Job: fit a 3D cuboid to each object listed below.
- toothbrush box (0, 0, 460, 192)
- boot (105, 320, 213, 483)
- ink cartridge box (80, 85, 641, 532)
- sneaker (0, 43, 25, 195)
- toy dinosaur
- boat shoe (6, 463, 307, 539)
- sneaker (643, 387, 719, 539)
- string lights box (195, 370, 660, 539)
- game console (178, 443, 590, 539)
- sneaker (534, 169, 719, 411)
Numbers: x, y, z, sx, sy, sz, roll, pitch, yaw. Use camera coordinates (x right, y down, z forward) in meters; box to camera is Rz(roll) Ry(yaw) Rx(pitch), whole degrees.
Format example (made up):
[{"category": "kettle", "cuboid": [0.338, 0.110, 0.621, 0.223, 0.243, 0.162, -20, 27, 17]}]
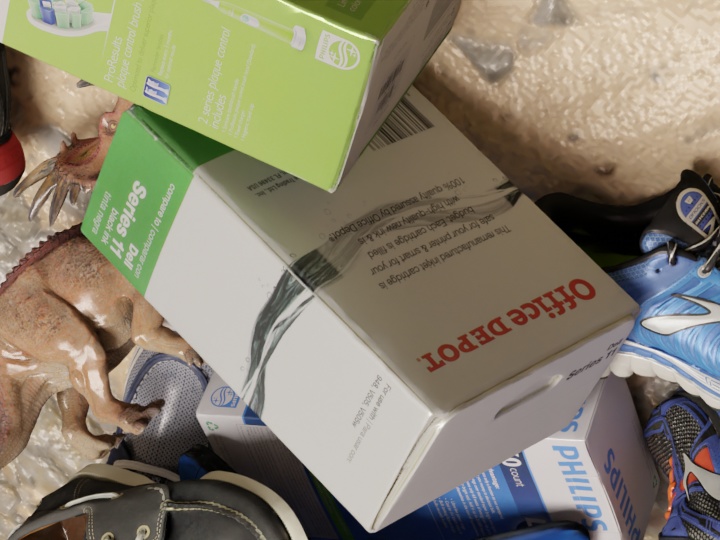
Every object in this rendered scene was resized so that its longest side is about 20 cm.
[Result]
[{"category": "toothbrush box", "cuboid": [-0.064, -0.139, 1.218, 0.200, 0.146, 0.086, 25, 130, 7]}, {"category": "boot", "cuboid": [-0.104, 0.122, 1.451, 0.073, 0.090, 0.200, 16, 128, 15]}, {"category": "ink cartridge box", "cuboid": [0.000, 0.000, 1.243, 0.200, 0.146, 0.083, 45, 133, 21]}, {"category": "sneaker", "cuboid": [-0.251, -0.103, 1.382, 0.200, 0.071, 0.098, 19, 120, 19]}, {"category": "toy dinosaur", "cuboid": [-0.133, 0.007, 1.357, 0.136, 0.086, 0.200, 44, 84, -5]}, {"category": "boat shoe", "cuboid": [-0.095, 0.135, 1.332, 0.200, 0.068, 0.072, 0, 111, 50]}, {"category": "sneaker", "cuboid": [0.160, 0.110, 1.266, 0.078, 0.200, 0.075, -33, 111, 0]}, {"category": "string lights box", "cuboid": [0.033, 0.086, 1.368, 0.200, 0.059, 0.103, 2, 139, 24]}, {"category": "game console", "cuboid": [0.014, 0.158, 1.408, 0.171, 0.118, 0.200, 40, 155, 28]}, {"category": "sneaker", "cuboid": [0.158, 0.009, 1.258, 0.200, 0.079, 0.089, 9, 128, 20]}]
